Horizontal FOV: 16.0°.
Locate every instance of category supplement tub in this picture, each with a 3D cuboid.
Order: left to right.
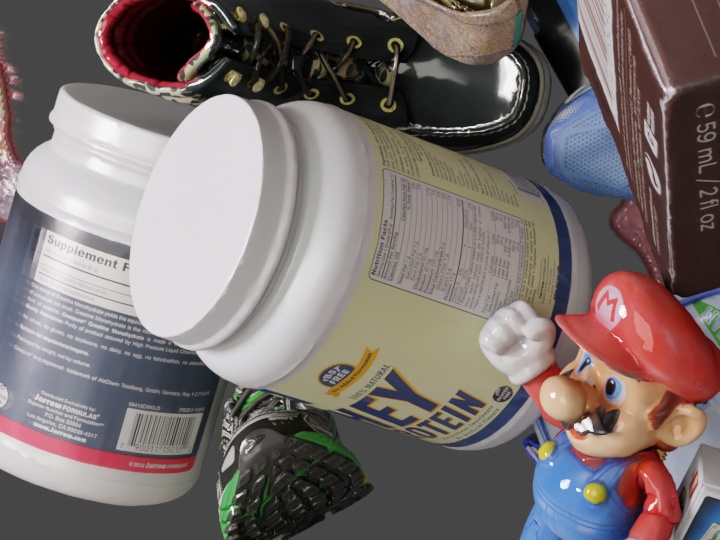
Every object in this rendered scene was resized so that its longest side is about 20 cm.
[{"bbox_3d":[-0.129,0.013,1.384,0.140,0.140,0.201,20,102,16],"label":"supplement tub"},{"bbox_3d":[0.000,0.000,1.283,0.145,0.199,0.146,-33,48,46],"label":"supplement tub"}]

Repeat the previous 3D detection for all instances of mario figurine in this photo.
[{"bbox_3d":[0.098,0.091,1.209,0.123,0.106,0.201,19,116,9],"label":"mario figurine"}]

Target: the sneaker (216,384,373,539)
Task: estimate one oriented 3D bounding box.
[{"bbox_3d":[-0.048,0.094,1.334,0.078,0.200,0.085,-30,83,-1],"label":"sneaker"}]

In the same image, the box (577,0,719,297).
[{"bbox_3d":[0.210,-0.119,1.178,0.199,0.166,0.165,-15,55,-1],"label":"box"}]

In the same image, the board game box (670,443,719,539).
[{"bbox_3d":[0.190,0.183,1.263,0.126,0.035,0.201,17,126,-6],"label":"board game box"}]

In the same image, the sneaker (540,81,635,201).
[{"bbox_3d":[0.185,-0.059,1.287,0.199,0.089,0.079,3,111,20],"label":"sneaker"}]

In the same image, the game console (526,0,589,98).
[{"bbox_3d":[0.146,-0.190,1.284,0.200,0.171,0.119,-30,59,19],"label":"game console"}]

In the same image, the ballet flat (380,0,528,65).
[{"bbox_3d":[0.003,-0.179,1.267,0.200,0.067,0.068,33,71,1],"label":"ballet flat"}]

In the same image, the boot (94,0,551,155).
[{"bbox_3d":[-0.020,-0.103,1.313,0.203,0.154,0.074,12,96,29],"label":"boot"}]

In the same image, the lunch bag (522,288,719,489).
[{"bbox_3d":[0.174,0.102,1.322,0.160,0.076,0.201,-21,89,22],"label":"lunch bag"}]
